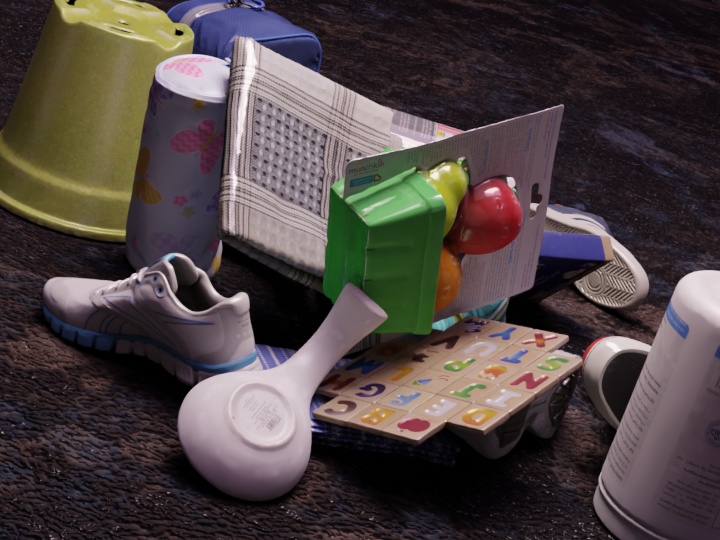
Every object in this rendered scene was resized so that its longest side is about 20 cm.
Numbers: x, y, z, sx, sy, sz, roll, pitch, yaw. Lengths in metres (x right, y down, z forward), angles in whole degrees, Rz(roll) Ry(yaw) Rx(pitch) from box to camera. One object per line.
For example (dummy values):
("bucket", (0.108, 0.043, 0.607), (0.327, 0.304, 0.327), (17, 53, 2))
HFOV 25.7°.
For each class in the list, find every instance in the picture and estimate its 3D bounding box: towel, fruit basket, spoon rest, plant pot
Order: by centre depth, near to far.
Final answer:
("spoon rest", (-0.055, 0.089, 1.141), (0.099, 0.061, 0.200), (42, 49, 3))
("towel", (-0.034, 0.102, 1.237), (0.200, 0.024, 0.145), (11, 20, -24))
("fruit basket", (0.065, -0.035, 1.250), (0.200, 0.185, 0.094), (-22, 45, -30))
("towel", (-0.032, -0.075, 1.301), (0.200, 0.035, 0.193), (27, 53, -37))
("plant pot", (-0.239, -0.152, 1.463), (0.200, 0.184, 0.200), (16, 20, -6))

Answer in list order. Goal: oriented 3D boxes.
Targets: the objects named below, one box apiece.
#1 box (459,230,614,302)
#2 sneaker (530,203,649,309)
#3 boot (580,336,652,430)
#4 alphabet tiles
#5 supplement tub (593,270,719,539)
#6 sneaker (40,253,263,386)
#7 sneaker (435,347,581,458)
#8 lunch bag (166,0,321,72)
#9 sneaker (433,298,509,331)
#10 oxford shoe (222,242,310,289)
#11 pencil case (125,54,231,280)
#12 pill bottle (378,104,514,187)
("box", (0.128, -0.006, 1.514), (0.200, 0.121, 0.032), (5, 66, -32))
("sneaker", (0.254, -0.022, 1.699), (0.084, 0.075, 0.200), (-4, 30, -36))
("boot", (0.221, 0.089, 1.354), (0.200, 0.072, 0.144), (33, 5, -43))
("alphabet tiles", (0.065, 0.080, 1.210), (0.166, 0.006, 0.200), (11, 28, 39))
("supplement tub", (0.269, 0.113, 1.198), (0.132, 0.200, 0.132), (16, 22, -7))
("sneaker", (-0.159, 0.022, 1.205), (0.200, 0.087, 0.075), (15, 27, 26))
("sneaker", (0.112, 0.091, 1.286), (0.099, 0.078, 0.200), (24, 13, 25))
("lunch bag", (-0.138, -0.188, 1.618), (0.136, 0.200, 0.132), (-12, 33, -44))
("sneaker", (0.068, 0.033, 1.403), (0.077, 0.080, 0.200), (30, 25, 28))
("oxford shoe", (-0.094, -0.033, 1.468), (0.084, 0.073, 0.200), (-6, 25, -20))
("pencil case", (-0.146, -0.084, 1.354), (0.091, 0.200, 0.083), (-6, 36, -28))
("pill bottle", (0.072, -0.101, 1.689), (0.200, 0.116, 0.116), (16, 21, -4))
